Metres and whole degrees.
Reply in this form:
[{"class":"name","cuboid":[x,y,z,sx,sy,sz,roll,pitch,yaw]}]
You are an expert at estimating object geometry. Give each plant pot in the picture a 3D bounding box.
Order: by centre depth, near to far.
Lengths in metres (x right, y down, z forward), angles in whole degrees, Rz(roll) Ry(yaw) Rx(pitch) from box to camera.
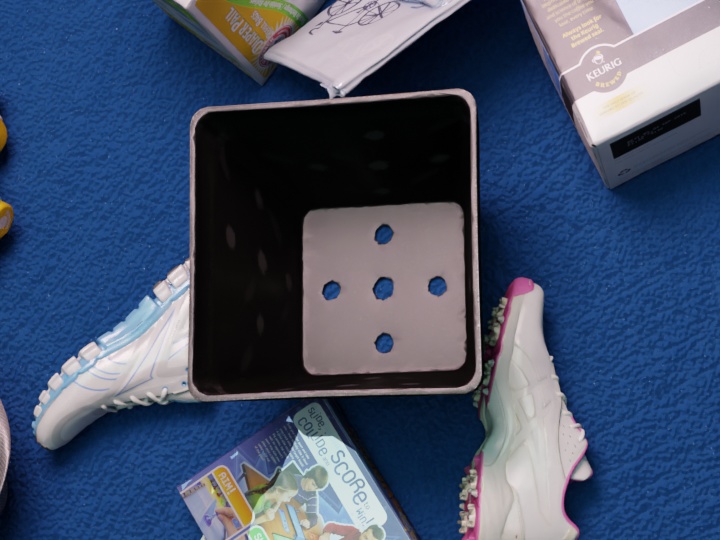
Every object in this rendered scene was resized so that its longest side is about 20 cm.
[{"class":"plant pot","cuboid":[0.000,0.000,1.134,0.197,0.177,0.202,-3,78,13]}]

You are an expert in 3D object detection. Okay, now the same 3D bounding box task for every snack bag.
[{"class":"snack bag","cuboid":[0.026,-0.202,1.165,0.199,0.188,0.021,-38,115,-7]}]

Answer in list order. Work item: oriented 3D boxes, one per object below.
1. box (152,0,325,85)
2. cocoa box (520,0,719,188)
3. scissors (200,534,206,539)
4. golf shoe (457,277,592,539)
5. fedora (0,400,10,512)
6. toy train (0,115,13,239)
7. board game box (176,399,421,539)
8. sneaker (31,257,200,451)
[{"class":"box","cuboid":[-0.108,-0.232,1.190,0.112,0.200,0.102,37,90,15]},{"class":"cocoa box","cuboid":[0.230,-0.171,1.134,0.199,0.133,0.132,-27,74,7]},{"class":"scissors","cuboid":[-0.157,0.294,1.200,0.072,0.014,0.202,3,82,16]},{"class":"golf shoe","cuboid":[0.124,0.108,1.149,0.091,0.075,0.202,8,83,-1]},{"class":"fedora","cuboid":[-0.336,0.146,1.230,0.199,0.090,0.178,31,86,23]},{"class":"toy train","cuboid":[-0.349,-0.081,1.297,0.149,0.056,0.202,-16,73,11]},{"class":"board game box","cuboid":[-0.029,0.208,1.175,0.135,0.034,0.201,-34,75,6]},{"class":"sneaker","cuboid":[-0.161,0.079,1.214,0.200,0.075,0.087,-42,79,3]}]
